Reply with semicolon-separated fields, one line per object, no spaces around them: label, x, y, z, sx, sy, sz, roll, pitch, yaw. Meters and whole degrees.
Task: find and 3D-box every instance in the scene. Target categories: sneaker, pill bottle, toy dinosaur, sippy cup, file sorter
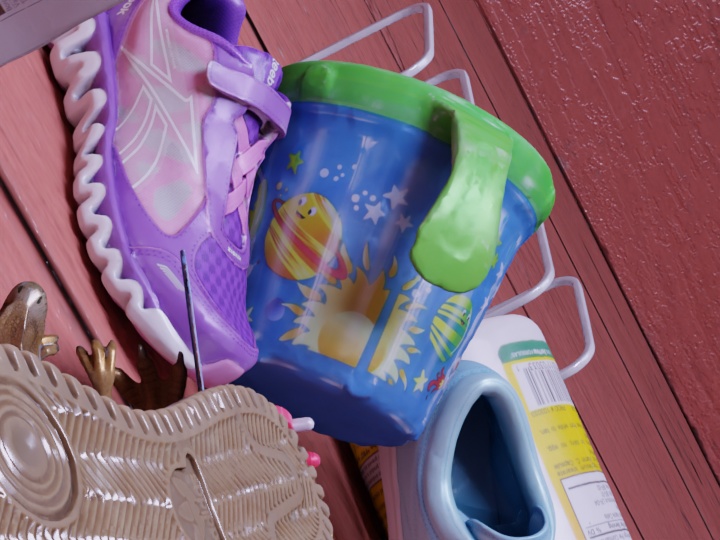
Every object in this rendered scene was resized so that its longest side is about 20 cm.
sneaker;-0.067;-0.048;0.866;0.081;0.088;0.201;51;19;-55
sneaker;0.053;0.138;0.938;0.082;0.073;0.202;169;-93;-70
pill bottle;0.074;0.134;1.050;0.201;0.112;0.113;67;11;15
toy dinosaur;-0.080;0.084;0.642;0.107;0.060;0.201;-77;150;-55
sippy cup;0.000;0.000;0.912;0.178;0.139;0.131;67;41;-66
file sorter;0.027;-0.027;1.166;0.201;0.124;0.139;60;11;-19
sneaker;-0.089;0.070;0.472;0.200;0.108;0.071;13;54;-68

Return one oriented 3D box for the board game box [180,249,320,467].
board game box;-0.026;0.089;0.690;0.159;0.039;0.201;89;-9;-54

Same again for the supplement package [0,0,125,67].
supplement package;-0.105;-0.130;0.574;0.114;0.199;0.110;59;13;-29
